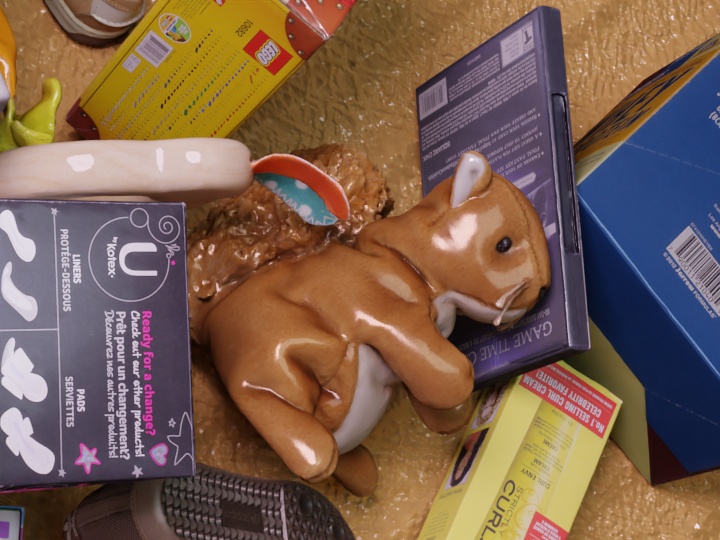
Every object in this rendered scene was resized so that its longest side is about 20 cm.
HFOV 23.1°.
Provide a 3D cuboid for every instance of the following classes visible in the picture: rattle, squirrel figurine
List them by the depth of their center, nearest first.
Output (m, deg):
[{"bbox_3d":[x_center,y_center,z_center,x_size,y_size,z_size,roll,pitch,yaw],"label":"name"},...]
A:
[{"bbox_3d":[-0.104,-0.088,0.909,0.199,0.130,0.143,-7,68,17],"label":"rattle"},{"bbox_3d":[0.000,0.000,0.970,0.187,0.142,0.200,-44,67,2],"label":"squirrel figurine"}]

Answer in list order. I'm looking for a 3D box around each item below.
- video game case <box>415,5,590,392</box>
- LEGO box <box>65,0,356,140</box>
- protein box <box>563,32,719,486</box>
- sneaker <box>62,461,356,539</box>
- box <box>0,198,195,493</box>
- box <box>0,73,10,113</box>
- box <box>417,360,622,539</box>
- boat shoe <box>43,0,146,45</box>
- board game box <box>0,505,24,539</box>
[{"bbox_3d":[0.080,-0.036,1.035,0.019,0.143,0.201,4,74,-28],"label":"video game case"},{"bbox_3d":[-0.060,-0.148,0.957,0.077,0.200,0.149,39,54,-10],"label":"LEGO box"},{"bbox_3d":[0.215,-0.012,1.098,0.200,0.135,0.199,-42,96,-29],"label":"protein box"},{"bbox_3d":[-0.074,0.146,0.942,0.200,0.075,0.071,36,46,-48],"label":"sneaker"},{"bbox_3d":[-0.165,0.040,0.854,0.114,0.200,0.133,-1,85,-25],"label":"box"},{"bbox_3d":[-0.308,-0.096,0.833,0.199,0.200,0.172,-24,88,-30],"label":"box"},{"bbox_3d":[0.082,0.147,1.036,0.075,0.050,0.200,34,63,-13],"label":"box"},{"bbox_3d":[-0.179,-0.230,1.004,0.072,0.076,0.200,-36,92,-29],"label":"boat shoe"},{"bbox_3d":[-0.249,0.212,0.863,0.153,0.040,0.201,9,72,-23],"label":"board game box"}]
